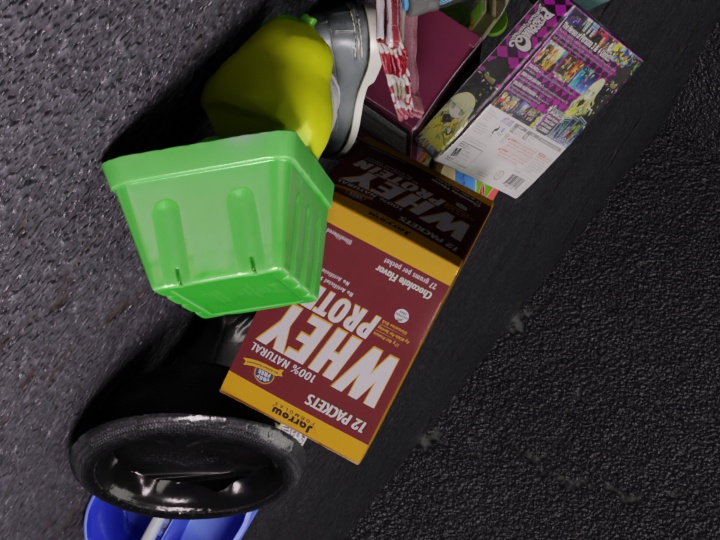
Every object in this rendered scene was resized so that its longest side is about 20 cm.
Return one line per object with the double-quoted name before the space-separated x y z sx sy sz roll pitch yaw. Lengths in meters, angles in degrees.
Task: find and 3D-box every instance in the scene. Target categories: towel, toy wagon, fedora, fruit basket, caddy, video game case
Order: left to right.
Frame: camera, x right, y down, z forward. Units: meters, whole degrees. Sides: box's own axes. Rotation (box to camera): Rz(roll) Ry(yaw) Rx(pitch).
"caddy" -0.173 0.221 1.596 0.201 0.141 0.105 -60 171 18
"fedora" -0.146 0.138 1.456 0.201 0.199 0.092 109 -17 -53
"fruit basket" -0.087 -0.080 1.211 0.216 0.155 0.217 -9 90 -84
"towel" 0.031 -0.213 1.339 0.200 0.023 0.145 61 28 -77
"toy wagon" 0.124 -0.271 1.710 0.200 0.039 0.155 -55 169 -10
"video game case" 0.157 -0.156 1.542 0.181 0.036 0.200 -48 155 14

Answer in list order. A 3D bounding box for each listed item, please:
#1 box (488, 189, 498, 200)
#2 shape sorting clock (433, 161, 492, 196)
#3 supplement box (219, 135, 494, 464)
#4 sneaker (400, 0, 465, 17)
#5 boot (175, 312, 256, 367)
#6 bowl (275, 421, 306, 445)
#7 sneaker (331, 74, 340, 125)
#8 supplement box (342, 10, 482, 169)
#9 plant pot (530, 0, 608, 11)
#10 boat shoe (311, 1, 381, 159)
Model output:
"box" 0.066 -0.074 1.810 0.102 0.095 0.201 -2 129 -46
"shape sorting clock" 0.130 -0.140 1.666 0.200 0.039 0.200 -51 162 -23
"supplement box" 0.001 0.019 1.447 0.198 0.132 0.200 -64 177 21
"sneaker" 0.072 -0.253 1.281 0.200 0.081 0.073 -86 167 -50
"boot" -0.120 0.041 1.535 0.132 0.070 0.201 98 17 -59
"bowl" -0.134 0.186 1.777 0.201 0.094 0.201 -52 168 -16
"sneaker" -0.073 -0.079 1.353 0.072 0.072 0.201 -40 159 -47
"supplement box" 0.045 -0.155 1.581 0.111 0.085 0.200 -53 169 -14
"plant pot" 0.204 -0.328 1.534 0.188 0.200 0.200 -43 170 8
"boat shoe" -0.030 -0.153 1.397 0.061 0.073 0.200 -5 157 -15
